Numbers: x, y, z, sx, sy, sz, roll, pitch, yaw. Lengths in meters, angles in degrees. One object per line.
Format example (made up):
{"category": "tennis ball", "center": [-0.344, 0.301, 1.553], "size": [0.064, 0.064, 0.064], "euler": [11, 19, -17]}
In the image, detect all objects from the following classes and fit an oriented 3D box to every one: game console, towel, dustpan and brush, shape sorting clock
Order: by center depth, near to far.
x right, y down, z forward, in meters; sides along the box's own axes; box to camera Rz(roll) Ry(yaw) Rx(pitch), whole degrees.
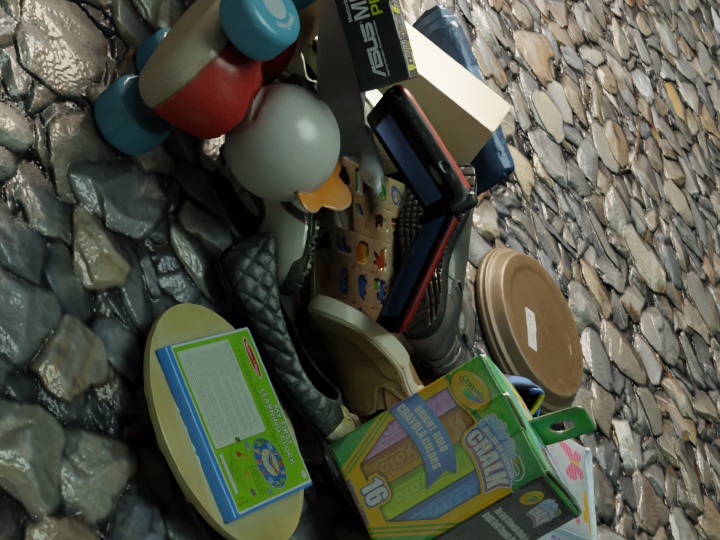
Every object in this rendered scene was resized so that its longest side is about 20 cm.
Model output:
{"category": "shape sorting clock", "center": [-0.105, 0.120, 1.202], "size": [0.200, 0.039, 0.201], "euler": [43, 32, -36]}
{"category": "dustpan and brush", "center": [-0.007, -0.132, 1.350], "size": [0.201, 0.057, 0.140], "euler": [-88, 175, -46]}
{"category": "game console", "center": [0.024, -0.050, 1.353], "size": [0.173, 0.118, 0.200], "euler": [57, -6, -2]}
{"category": "towel", "center": [0.105, -0.180, 1.688], "size": [0.048, 0.112, 0.201], "euler": [-17, 82, -25]}

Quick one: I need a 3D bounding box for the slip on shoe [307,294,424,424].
{"category": "slip on shoe", "center": [0.007, 0.098, 1.356], "size": [0.061, 0.076, 0.200], "euler": [-56, 139, -19]}

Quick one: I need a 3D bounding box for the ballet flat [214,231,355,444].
{"category": "ballet flat", "center": [-0.053, 0.063, 1.299], "size": [0.201, 0.057, 0.066], "euler": [60, 2, -10]}

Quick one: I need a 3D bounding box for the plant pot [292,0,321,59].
{"category": "plant pot", "center": [-0.072, -0.299, 1.449], "size": [0.187, 0.186, 0.201], "euler": [41, 52, -37]}

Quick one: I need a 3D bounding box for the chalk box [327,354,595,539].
{"category": "chalk box", "center": [0.098, 0.161, 1.291], "size": [0.124, 0.199, 0.124], "euler": [62, 6, 32]}

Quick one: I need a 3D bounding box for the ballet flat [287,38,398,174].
{"category": "ballet flat", "center": [-0.025, -0.166, 1.499], "size": [0.062, 0.068, 0.200], "euler": [-15, 61, -49]}

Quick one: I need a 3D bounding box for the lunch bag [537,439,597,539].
{"category": "lunch bag", "center": [0.140, 0.241, 1.428], "size": [0.169, 0.127, 0.201], "euler": [31, 50, -41]}

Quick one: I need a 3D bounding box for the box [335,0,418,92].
{"category": "box", "center": [0.005, -0.232, 1.297], "size": [0.200, 0.044, 0.162], "euler": [-64, 140, -81]}

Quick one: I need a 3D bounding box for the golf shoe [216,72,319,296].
{"category": "golf shoe", "center": [-0.084, -0.075, 1.363], "size": [0.087, 0.077, 0.202], "euler": [1, 77, -20]}

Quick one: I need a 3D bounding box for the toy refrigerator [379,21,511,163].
{"category": "toy refrigerator", "center": [0.049, -0.191, 1.584], "size": [0.200, 0.070, 0.076], "euler": [38, 34, -2]}

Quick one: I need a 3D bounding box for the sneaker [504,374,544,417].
{"category": "sneaker", "center": [0.155, 0.138, 1.543], "size": [0.200, 0.078, 0.067], "euler": [18, 76, -64]}

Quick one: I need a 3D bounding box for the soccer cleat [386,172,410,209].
{"category": "soccer cleat", "center": [0.051, -0.119, 1.603], "size": [0.084, 0.064, 0.201], "euler": [44, 36, -29]}

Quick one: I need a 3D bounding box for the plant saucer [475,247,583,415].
{"category": "plant saucer", "center": [0.194, 0.065, 1.738], "size": [0.200, 0.029, 0.201], "euler": [36, 42, -41]}

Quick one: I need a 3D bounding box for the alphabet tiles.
{"category": "alphabet tiles", "center": [0.000, 0.000, 1.439], "size": [0.167, 0.007, 0.202], "euler": [18, 68, -57]}

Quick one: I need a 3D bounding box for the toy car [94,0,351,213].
{"category": "toy car", "center": [-0.074, -0.132, 1.270], "size": [0.200, 0.184, 0.177], "euler": [48, 33, -17]}

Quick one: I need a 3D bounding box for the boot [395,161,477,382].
{"category": "boot", "center": [0.082, 0.005, 1.528], "size": [0.132, 0.069, 0.201], "euler": [56, 46, -54]}
